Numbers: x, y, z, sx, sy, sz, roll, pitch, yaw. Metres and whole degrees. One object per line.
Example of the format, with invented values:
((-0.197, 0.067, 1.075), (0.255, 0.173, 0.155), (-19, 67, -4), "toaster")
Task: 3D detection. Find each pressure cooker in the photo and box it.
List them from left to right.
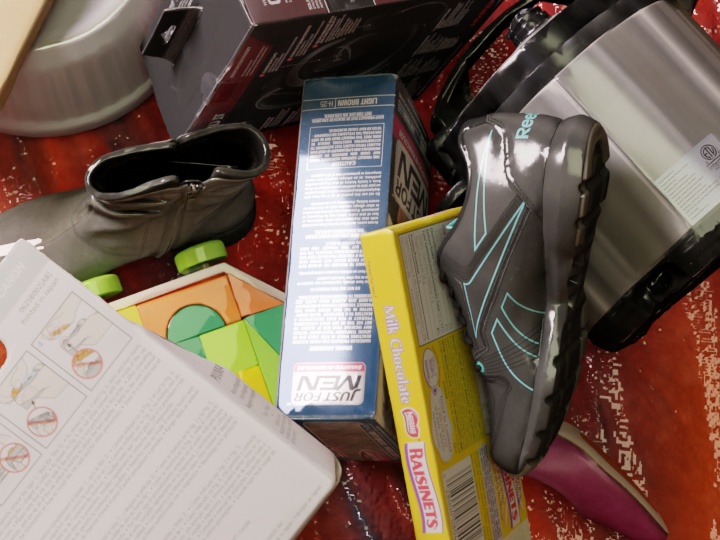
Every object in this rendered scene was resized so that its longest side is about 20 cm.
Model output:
((0.147, -0.078, 0.835), (0.200, 0.179, 0.175), (49, 44, 11), "pressure cooker")

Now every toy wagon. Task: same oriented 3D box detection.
((-0.083, 0.062, 0.846), (0.198, 0.040, 0.157), (-19, 87, -14), "toy wagon")

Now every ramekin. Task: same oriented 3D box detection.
((-0.203, -0.193, 0.883), (0.200, 0.094, 0.205), (1, 76, -5), "ramekin")

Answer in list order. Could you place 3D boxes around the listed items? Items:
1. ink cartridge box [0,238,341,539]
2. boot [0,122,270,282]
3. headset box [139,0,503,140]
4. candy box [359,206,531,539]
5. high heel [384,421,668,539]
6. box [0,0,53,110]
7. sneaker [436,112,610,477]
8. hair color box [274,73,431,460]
((-0.134, 0.104, 0.716), (0.199, 0.057, 0.163), (39, 95, -3), "ink cartridge box")
((-0.151, -0.039, 0.830), (0.198, 0.131, 0.068), (-17, 78, -8), "boot")
((-0.030, -0.148, 0.827), (0.198, 0.149, 0.078), (-14, 75, -28), "headset box")
((0.050, 0.070, 0.772), (0.026, 0.102, 0.202), (-8, 94, 28), "candy box")
((0.087, 0.124, 0.855), (0.199, 0.067, 0.096), (38, 95, 6), "high heel")
((-0.253, -0.188, 0.818), (0.162, 0.021, 0.202), (22, 77, 1), "box")
((0.083, 0.011, 0.755), (0.078, 0.075, 0.202), (11, 108, 19), "sneaker")
((0.000, 0.000, 0.810), (0.060, 0.100, 0.202), (-1, 70, 16), "hair color box")
